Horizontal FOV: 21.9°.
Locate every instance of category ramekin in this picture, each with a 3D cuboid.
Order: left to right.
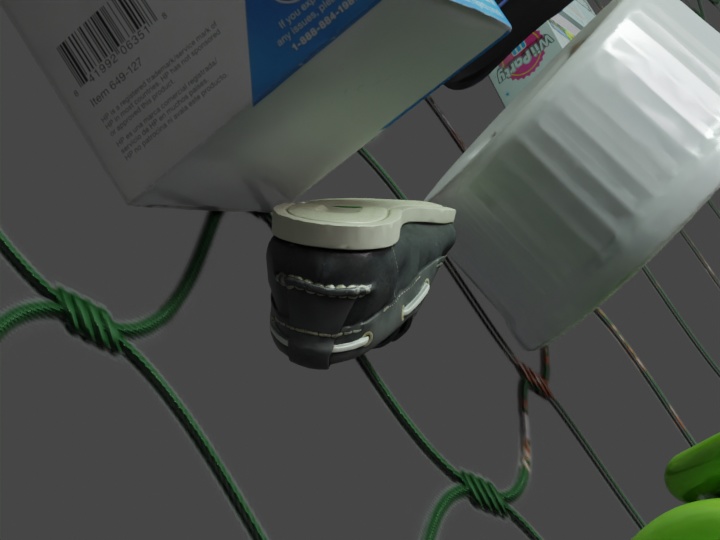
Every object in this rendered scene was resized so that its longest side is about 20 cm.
[{"bbox_3d":[0.123,-0.061,0.997,0.098,0.200,0.200,44,21,-3],"label":"ramekin"}]

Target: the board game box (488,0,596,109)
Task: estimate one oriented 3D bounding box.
[{"bbox_3d":[0.149,-0.140,1.359,0.147,0.064,0.200,25,32,-49],"label":"board game box"}]

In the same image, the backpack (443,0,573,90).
[{"bbox_3d":[0.054,-0.231,1.143,0.200,0.183,0.147,52,13,15],"label":"backpack"}]

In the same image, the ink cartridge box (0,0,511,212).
[{"bbox_3d":[-0.064,-0.147,0.794,0.200,0.147,0.145,58,20,12],"label":"ink cartridge box"}]

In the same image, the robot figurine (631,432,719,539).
[{"bbox_3d":[0.183,0.163,0.863,0.200,0.116,0.176,12,54,-62],"label":"robot figurine"}]

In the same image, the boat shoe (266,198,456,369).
[{"bbox_3d":[0.000,0.000,0.839,0.200,0.072,0.068,-28,119,-76],"label":"boat shoe"}]
